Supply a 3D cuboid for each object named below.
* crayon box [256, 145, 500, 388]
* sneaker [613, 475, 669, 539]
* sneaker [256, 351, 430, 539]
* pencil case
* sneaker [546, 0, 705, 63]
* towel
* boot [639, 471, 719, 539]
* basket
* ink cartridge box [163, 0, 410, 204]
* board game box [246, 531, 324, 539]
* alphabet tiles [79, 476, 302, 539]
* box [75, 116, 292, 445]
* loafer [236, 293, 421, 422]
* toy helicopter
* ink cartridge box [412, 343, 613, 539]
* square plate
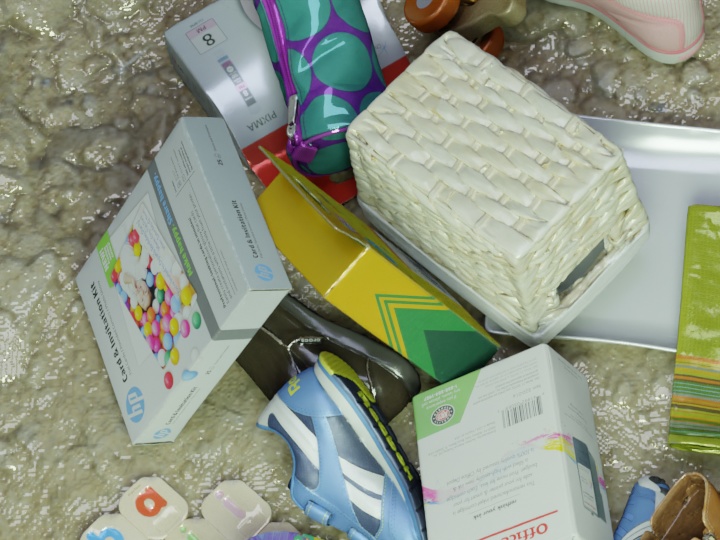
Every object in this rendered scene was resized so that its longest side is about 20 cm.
[{"bbox_3d":[0.000,0.000,1.683,0.051,0.200,0.127,-49,42,5],"label":"crayon box"},{"bbox_3d":[0.178,0.231,1.628,0.077,0.076,0.201,6,58,18],"label":"sneaker"},{"bbox_3d":[-0.001,0.160,1.678,0.082,0.074,0.200,-32,81,8],"label":"sneaker"},{"bbox_3d":[-0.039,-0.180,1.823,0.092,0.085,0.201,-5,72,-39],"label":"pencil case"},{"bbox_3d":[0.191,-0.252,1.872,0.200,0.105,0.075,35,72,23],"label":"sneaker"},{"bbox_3d":[0.276,0.043,1.724,0.086,0.018,0.201,6,64,5],"label":"towel"},{"bbox_3d":[0.225,0.249,1.565,0.073,0.155,0.200,-6,49,36],"label":"boot"},{"bbox_3d":[0.097,-0.064,1.737,0.136,0.123,0.200,-45,60,-13],"label":"basket"},{"bbox_3d":[-0.040,-0.153,1.874,0.162,0.057,0.200,-31,59,-11],"label":"ink cartridge box"},{"bbox_3d":[-0.001,0.248,1.600,0.039,0.158,0.200,-48,59,29],"label":"board game box"},{"bbox_3d":[-0.127,0.247,1.685,0.195,0.015,0.200,39,72,22],"label":"alphabet tiles"},{"bbox_3d":[-0.134,0.009,1.718,0.041,0.200,0.156,-1,55,-35],"label":"box"},{"bbox_3d":[-0.055,0.064,1.742,0.199,0.073,0.071,23,64,17],"label":"loafer"},{"bbox_3d":[0.128,-0.254,1.851,0.200,0.079,0.133,-23,48,31],"label":"toy helicopter"},{"bbox_3d":[0.109,0.166,1.641,0.117,0.067,0.201,-23,51,24],"label":"ink cartridge box"},{"bbox_3d":[0.206,-0.025,1.791,0.199,0.028,0.199,6,63,9],"label":"square plate"}]
